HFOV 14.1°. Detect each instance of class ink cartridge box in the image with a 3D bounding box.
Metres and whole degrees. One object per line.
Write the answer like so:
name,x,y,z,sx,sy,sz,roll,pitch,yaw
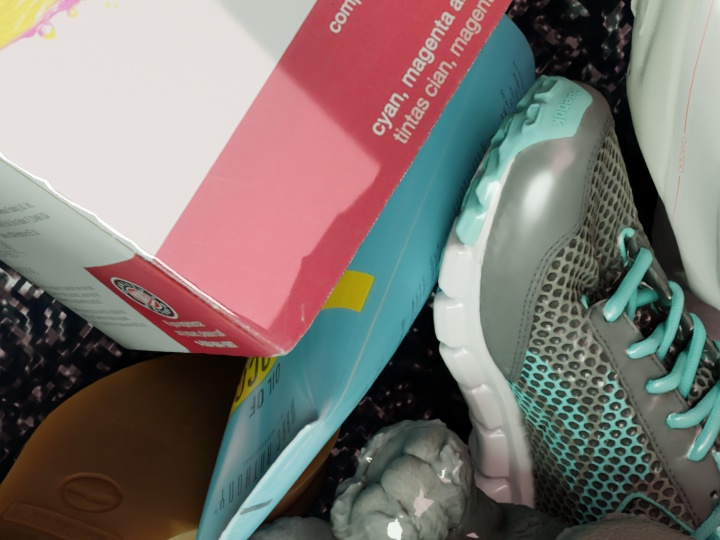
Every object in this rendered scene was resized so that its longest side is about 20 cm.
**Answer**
ink cartridge box,-0.083,-0.090,0.755,0.200,0.145,0.145,35,79,-17

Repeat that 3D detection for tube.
tube,0.000,0.000,0.777,0.050,0.077,0.200,26,42,-2

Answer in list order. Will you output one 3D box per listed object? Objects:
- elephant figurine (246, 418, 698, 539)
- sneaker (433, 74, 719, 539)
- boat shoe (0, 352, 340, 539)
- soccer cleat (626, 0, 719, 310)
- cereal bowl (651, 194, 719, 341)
elephant figurine,0.061,0.123,0.715,0.155,0.200,0.142,-35,118,-31
sneaker,0.075,0.030,0.798,0.200,0.091,0.078,81,29,-45
boat shoe,-0.072,0.085,0.773,0.200,0.070,0.070,-35,143,-53
soccer cleat,0.099,-0.079,0.775,0.069,0.078,0.200,-14,105,-33
cereal bowl,0.182,-0.002,0.843,0.200,0.083,0.200,0,93,7
